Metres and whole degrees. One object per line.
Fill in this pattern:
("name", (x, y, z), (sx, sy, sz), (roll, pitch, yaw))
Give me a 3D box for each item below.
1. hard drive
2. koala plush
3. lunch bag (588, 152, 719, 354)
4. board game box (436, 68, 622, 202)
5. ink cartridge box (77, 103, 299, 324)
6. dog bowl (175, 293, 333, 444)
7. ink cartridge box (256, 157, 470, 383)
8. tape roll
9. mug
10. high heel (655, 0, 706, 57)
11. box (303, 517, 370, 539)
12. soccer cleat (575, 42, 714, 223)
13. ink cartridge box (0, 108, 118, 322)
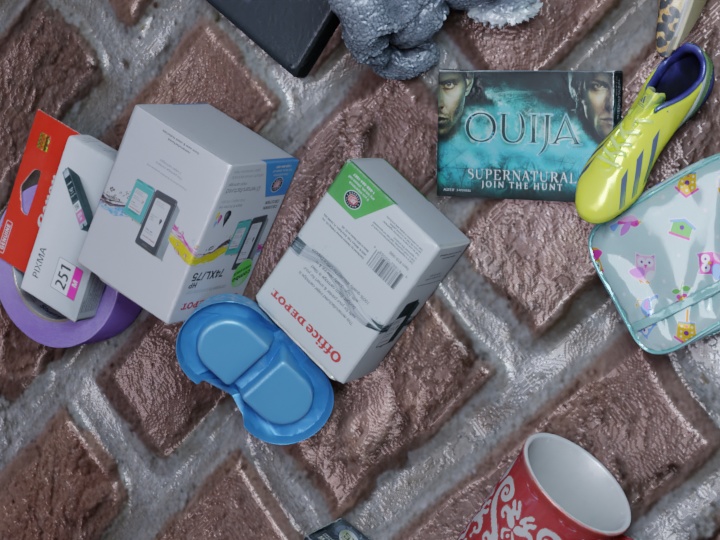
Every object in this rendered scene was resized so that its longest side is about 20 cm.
("hard drive", (-0.101, -0.331, 1.774), (0.200, 0.033, 0.140), (42, 113, 19))
("koala plush", (0.078, -0.300, 1.609), (0.199, 0.184, 0.179), (-11, 90, 18))
("lunch bag", (0.334, -0.015, 1.535), (0.199, 0.077, 0.161), (-30, 80, 30))
("board game box", (0.173, -0.141, 1.641), (0.199, 0.028, 0.136), (4, 98, 29))
("ink cartridge box", (-0.195, -0.067, 1.790), (0.146, 0.146, 0.201), (32, 110, 22))
("dog bowl", (-0.117, 0.105, 1.767), (0.111, 0.050, 0.200), (-41, 110, 14))
("ink cartridge box", (0.000, 0.000, 1.722), (0.147, 0.083, 0.200), (45, 114, 18))
("tape roll", (-0.353, -0.009, 1.932), (0.199, 0.066, 0.202), (4, 98, 29))
("mug", (0.181, 0.299, 1.628), (0.178, 0.133, 0.200), (47, 118, 19))
("high heel", (0.273, -0.311, 1.535), (0.142, 0.071, 0.201), (15, 85, 21))
("box", (-0.001, 0.406, 1.763), (0.200, 0.086, 0.164), (34, 111, 22))
("soccer cleat", (0.267, -0.135, 1.515), (0.065, 0.084, 0.200), (34, 80, 25))
("ink cartridge box", (-0.358, -0.068, 1.868), (0.173, 0.043, 0.201), (28, 108, 23))
